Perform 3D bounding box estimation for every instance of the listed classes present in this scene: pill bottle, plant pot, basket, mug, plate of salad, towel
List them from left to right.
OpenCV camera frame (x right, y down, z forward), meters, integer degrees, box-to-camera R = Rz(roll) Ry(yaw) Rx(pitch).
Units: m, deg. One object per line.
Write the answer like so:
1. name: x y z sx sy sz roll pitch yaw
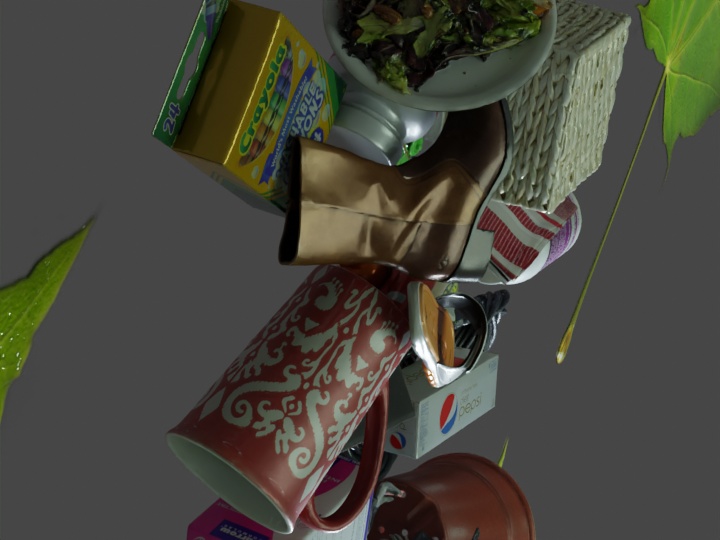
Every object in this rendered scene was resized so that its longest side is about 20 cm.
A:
1. mug: -0.049 0.115 1.309 0.200 0.133 0.178 -53 147 -20
2. pill bottle: 0.033 -0.186 1.348 0.201 0.108 0.109 -64 158 -21
3. plant pot: 0.078 0.317 1.786 0.195 0.200 0.202 10 98 -61
4. plate of salad: 0.067 -0.224 1.276 0.048 0.199 0.201 94 22 -65
5. towel: 0.164 -0.080 1.744 0.023 0.144 0.200 -44 180 39
6. pill bottle: 0.190 -0.047 1.855 0.200 0.112 0.113 -29 134 -61
7. basket: 0.177 -0.187 1.643 0.198 0.160 0.201 -40 144 -56

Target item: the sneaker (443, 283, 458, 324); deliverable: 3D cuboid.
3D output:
1. sneaker: 0.061 0.021 1.662 0.200 0.075 0.077 8 89 -78

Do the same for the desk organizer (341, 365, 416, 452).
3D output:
1. desk organizer: -0.045 0.142 1.465 0.199 0.077 0.072 -20 93 -46

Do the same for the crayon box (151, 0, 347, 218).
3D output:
1. crayon box: -0.081 -0.127 1.193 0.126 0.051 0.200 -70 159 -6

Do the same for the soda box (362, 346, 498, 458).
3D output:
1. soda box: 0.078 0.137 1.633 0.200 0.068 0.064 -21 118 -59

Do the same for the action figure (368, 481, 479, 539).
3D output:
1. action figure: 0.028 0.298 1.633 0.119 0.199 0.102 84 19 -46

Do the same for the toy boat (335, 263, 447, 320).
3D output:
1. toy boat: 0.000 0.000 1.445 0.131 0.130 0.200 51 54 -30

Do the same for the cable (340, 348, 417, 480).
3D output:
1. cable: 0.024 0.149 1.665 0.200 0.051 0.164 -8 114 -66

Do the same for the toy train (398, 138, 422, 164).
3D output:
1. toy train: 0.033 -0.123 1.502 0.056 0.042 0.200 -51 153 -20

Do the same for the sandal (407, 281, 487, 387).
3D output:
1. sandal: 0.082 0.057 1.346 0.207 0.059 0.080 48 39 -75

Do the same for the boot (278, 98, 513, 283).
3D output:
1. boot: 0.025 -0.088 1.264 0.199 0.068 0.189 8 97 -32

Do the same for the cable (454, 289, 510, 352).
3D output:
1. cable: 0.142 0.107 1.947 0.200 0.051 0.164 -39 142 -56

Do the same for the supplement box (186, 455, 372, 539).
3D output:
1. supplement box: -0.076 0.256 1.451 0.200 0.101 0.104 -38 141 -56
